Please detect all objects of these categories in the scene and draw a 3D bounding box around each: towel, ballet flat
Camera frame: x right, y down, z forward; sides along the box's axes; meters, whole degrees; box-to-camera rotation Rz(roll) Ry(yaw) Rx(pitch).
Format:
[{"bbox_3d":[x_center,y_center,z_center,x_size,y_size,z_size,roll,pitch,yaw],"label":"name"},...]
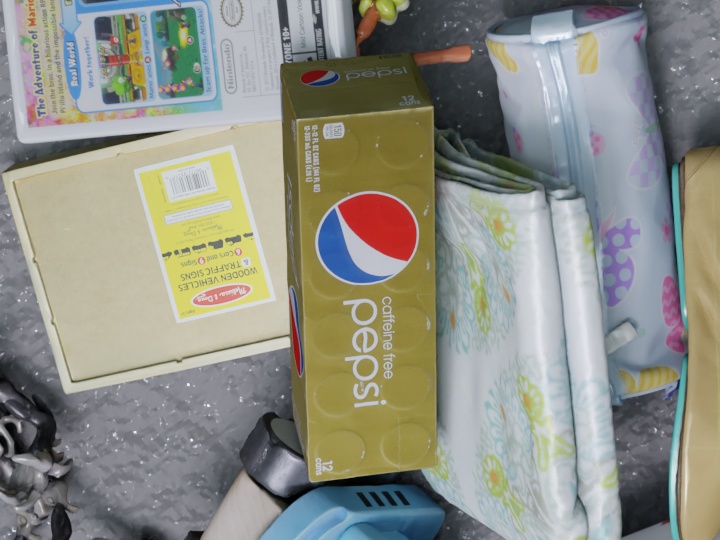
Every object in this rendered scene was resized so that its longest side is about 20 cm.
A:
[{"bbox_3d":[0.068,0.039,1.362,0.048,0.171,0.201,-12,106,-17],"label":"towel"},{"bbox_3d":[0.182,0.037,1.352,0.063,0.069,0.202,-1,82,15],"label":"ballet flat"}]

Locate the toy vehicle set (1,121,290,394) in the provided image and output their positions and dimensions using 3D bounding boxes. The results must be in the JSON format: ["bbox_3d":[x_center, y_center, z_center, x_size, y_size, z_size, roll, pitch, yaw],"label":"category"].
[{"bbox_3d":[-0.078,-0.016,1.460,0.199,0.027,0.125,-12,101,13],"label":"toy vehicle set"}]

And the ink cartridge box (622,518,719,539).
[{"bbox_3d":[0.193,0.224,1.400,0.146,0.083,0.201,-21,114,1],"label":"ink cartridge box"}]

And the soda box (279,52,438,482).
[{"bbox_3d":[0.000,0.000,1.348,0.067,0.064,0.201,-6,120,-7],"label":"soda box"}]

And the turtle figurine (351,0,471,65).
[{"bbox_3d":[-0.037,-0.165,1.399,0.199,0.064,0.163,1,96,19],"label":"turtle figurine"}]

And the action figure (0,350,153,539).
[{"bbox_3d":[-0.194,0.123,1.477,0.200,0.102,0.119,46,118,-4],"label":"action figure"}]

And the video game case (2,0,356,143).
[{"bbox_3d":[-0.095,-0.170,1.372,0.181,0.024,0.202,-4,95,20],"label":"video game case"}]

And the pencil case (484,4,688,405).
[{"bbox_3d":[0.112,-0.033,1.388,0.083,0.091,0.202,-1,102,29],"label":"pencil case"}]

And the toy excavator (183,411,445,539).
[{"bbox_3d":[0.029,0.175,1.439,0.200,0.194,0.100,43,109,28],"label":"toy excavator"}]
